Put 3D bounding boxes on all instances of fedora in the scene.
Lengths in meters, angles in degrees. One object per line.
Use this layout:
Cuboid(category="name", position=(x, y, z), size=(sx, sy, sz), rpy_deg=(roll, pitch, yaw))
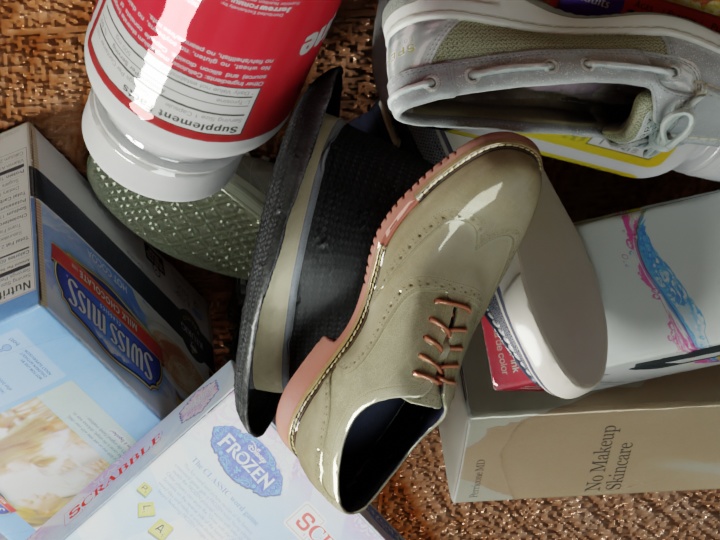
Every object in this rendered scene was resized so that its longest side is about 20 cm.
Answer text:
Cuboid(category="fedora", position=(0.000, 0.000, 1.502), size=(0.091, 0.201, 0.201), rpy_deg=(14, 141, 6))

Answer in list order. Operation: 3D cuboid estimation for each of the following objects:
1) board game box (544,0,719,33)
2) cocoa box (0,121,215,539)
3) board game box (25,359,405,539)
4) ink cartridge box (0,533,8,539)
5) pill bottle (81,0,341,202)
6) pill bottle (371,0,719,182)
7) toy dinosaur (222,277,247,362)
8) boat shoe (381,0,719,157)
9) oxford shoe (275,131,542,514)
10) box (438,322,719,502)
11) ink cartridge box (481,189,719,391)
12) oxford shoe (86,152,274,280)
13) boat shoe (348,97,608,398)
Cuboid(category="board game box", position=(0.186, -0.202, 1.423), size=(0.151, 0.046, 0.201), rpy_deg=(13, 113, -25))
Cuboid(category="cocoa box", position=(-0.180, 0.043, 1.636), size=(0.133, 0.132, 0.200), rpy_deg=(-23, 139, 16))
Cuboid(category="board game box", position=(-0.076, 0.185, 1.616), size=(0.199, 0.041, 0.200), rpy_deg=(-40, 110, 7))
Cuboid(category="ink cartridge box", position=(-0.161, 0.166, 1.735), size=(0.114, 0.201, 0.068), rpy_deg=(-13, 141, 6))
Cuboid(category="pill bottle", position=(-0.071, -0.129, 1.463), size=(0.112, 0.113, 0.200), rpy_deg=(7, 139, -19))
Cuboid(category="pill bottle", position=(0.116, -0.110, 1.523), size=(0.199, 0.115, 0.114), rpy_deg=(13, 136, -25))
Cuboid(category="toy dinosaur", position=(-0.039, 0.077, 1.689), size=(0.199, 0.137, 0.102), rpy_deg=(-17, 150, 35))
Cuboid(category="boat shoe", position=(0.105, -0.084, 1.410), size=(0.201, 0.065, 0.074), rpy_deg=(12, 152, -21))
Cuboid(category="oxford shoe", position=(0.035, 0.028, 1.410), size=(0.070, 0.074, 0.201), rpy_deg=(14, 117, -32))
Cuboid(category="box", position=(0.150, 0.079, 1.788), size=(0.199, 0.078, 0.095), rpy_deg=(-3, 141, -8))
Cuboid(category="ink cartridge box", position=(0.181, 0.008, 1.630), size=(0.199, 0.083, 0.146), rpy_deg=(-13, 172, 25))
Cuboid(category="oxford shoe", position=(-0.054, -0.034, 1.633), size=(0.199, 0.058, 0.075), rpy_deg=(19, 142, -10))
Cuboid(category="boat shoe", position=(0.057, -0.014, 1.580), size=(0.093, 0.201, 0.074), rpy_deg=(-30, 162, 35))
